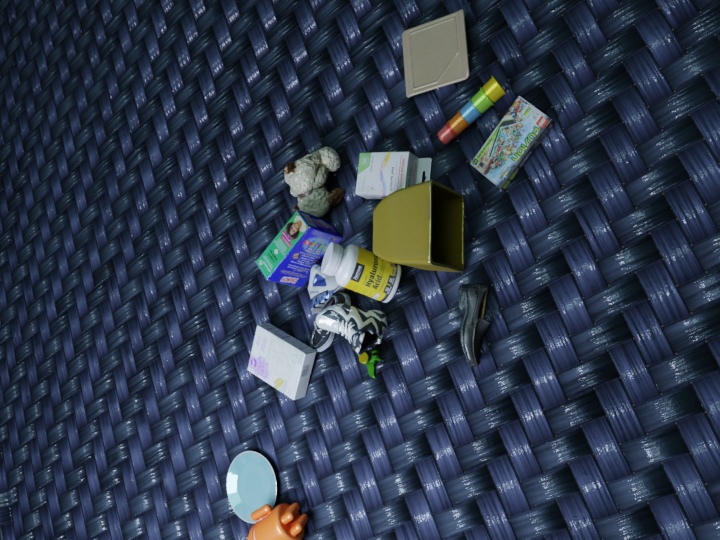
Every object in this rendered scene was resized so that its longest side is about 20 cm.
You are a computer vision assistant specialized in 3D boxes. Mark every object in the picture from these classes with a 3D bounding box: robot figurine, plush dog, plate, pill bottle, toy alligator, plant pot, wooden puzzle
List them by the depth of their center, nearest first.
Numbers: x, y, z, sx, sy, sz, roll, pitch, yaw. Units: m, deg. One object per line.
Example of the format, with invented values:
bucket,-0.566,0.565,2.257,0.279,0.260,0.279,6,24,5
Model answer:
plant pot,0.137,-0.101,1.555,0.195,0.192,0.203,-2,83,35
pill bottle,0.000,0.000,1.605,0.111,0.195,0.115,-160,91,-74
wooden puzzle,0.203,-0.581,1.659,0.195,0.037,0.192,-9,80,34
toy alligator,0.009,0.198,1.666,0.054,0.059,0.202,-38,54,10
robot figurine,-0.234,0.734,1.716,0.199,0.143,0.118,-40,37,20
plush dog,-0.143,-0.237,1.773,0.196,0.160,0.176,-19,101,29
plate,-0.319,0.642,1.830,0.195,0.025,0.208,-5,81,30

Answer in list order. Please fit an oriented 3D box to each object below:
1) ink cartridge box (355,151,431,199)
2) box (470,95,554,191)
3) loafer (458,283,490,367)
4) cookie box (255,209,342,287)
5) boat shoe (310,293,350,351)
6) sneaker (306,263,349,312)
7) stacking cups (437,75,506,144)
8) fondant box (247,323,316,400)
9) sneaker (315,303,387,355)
ink cartridge box,0.089,-0.257,1.666,0.195,0.067,0.121,4,86,31
box,0.374,-0.313,1.522,0.110,0.034,0.202,43,106,27
loafer,0.283,0.133,1.505,0.070,0.072,0.207,-6,82,25
cookie box,-0.173,-0.057,1.740,0.201,0.170,0.076,-49,61,16
boat shoe,-0.099,0.147,1.716,0.072,0.067,0.202,52,122,31
sneaker,-0.086,0.018,1.731,0.197,0.080,0.118,-35,70,24
stacking cups,0.278,-0.407,1.574,0.199,0.060,0.061,-39,67,21
fondant box,-0.231,0.263,1.790,0.196,0.058,0.149,24,107,32
sneaker,-0.026,0.159,1.611,0.192,0.131,0.082,10,117,-1
